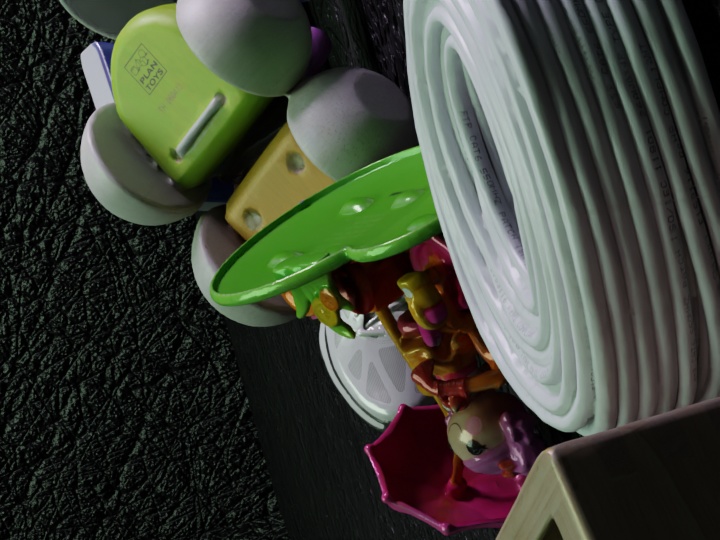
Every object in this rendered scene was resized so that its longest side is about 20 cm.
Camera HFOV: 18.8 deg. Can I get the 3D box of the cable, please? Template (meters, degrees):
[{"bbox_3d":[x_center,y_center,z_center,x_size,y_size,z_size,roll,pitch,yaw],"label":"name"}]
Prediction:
[{"bbox_3d":[0.068,-0.043,0.740,0.200,0.069,0.201,-120,14,-63],"label":"cable"}]

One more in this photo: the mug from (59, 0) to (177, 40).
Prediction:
[{"bbox_3d":[-0.123,-0.278,1.486,0.134,0.177,0.201,49,-152,-44],"label":"mug"}]

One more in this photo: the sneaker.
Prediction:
[{"bbox_3d":[-0.001,0.000,1.384,0.116,0.075,0.201,80,173,-59],"label":"sneaker"}]

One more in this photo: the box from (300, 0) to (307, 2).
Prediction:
[{"bbox_3d":[-0.061,-0.261,1.313,0.082,0.049,0.201,-140,34,-78],"label":"box"}]

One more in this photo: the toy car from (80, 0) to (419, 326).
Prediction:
[{"bbox_3d":[-0.051,-0.084,1.271,0.200,0.175,0.150,42,-143,1],"label":"toy car"}]

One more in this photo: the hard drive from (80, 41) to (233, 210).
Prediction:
[{"bbox_3d":[-0.116,-0.108,1.687,0.025,0.199,0.133,-34,67,37],"label":"hard drive"}]

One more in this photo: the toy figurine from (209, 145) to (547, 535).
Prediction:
[{"bbox_3d":[0.043,0.048,1.106,0.200,0.150,0.185,-7,117,59],"label":"toy figurine"}]

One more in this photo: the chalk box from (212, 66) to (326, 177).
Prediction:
[{"bbox_3d":[-0.110,-0.187,1.592,0.124,0.124,0.201,92,157,-72],"label":"chalk box"}]

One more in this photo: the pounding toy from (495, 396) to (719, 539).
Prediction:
[{"bbox_3d":[0.118,0.130,0.630,0.200,0.141,0.185,106,146,-59],"label":"pounding toy"}]
